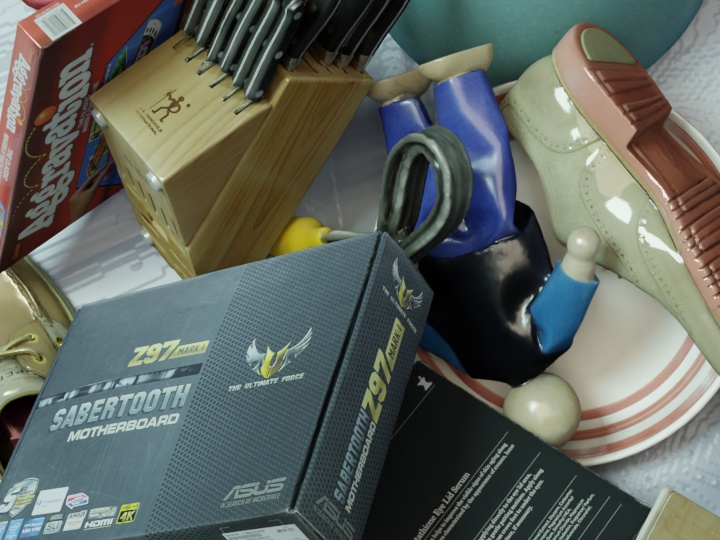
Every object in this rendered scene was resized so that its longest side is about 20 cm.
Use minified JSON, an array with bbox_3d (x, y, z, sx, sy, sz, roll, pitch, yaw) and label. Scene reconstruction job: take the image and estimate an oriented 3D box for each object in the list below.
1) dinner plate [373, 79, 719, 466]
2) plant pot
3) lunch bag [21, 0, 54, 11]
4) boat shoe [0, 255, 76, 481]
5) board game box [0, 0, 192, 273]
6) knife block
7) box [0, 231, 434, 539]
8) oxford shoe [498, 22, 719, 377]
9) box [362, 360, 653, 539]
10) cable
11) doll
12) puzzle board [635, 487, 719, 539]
[{"bbox_3d":[0.104,0.001,0.944,0.198,0.024,0.202,0,92,12],"label":"dinner plate"},{"bbox_3d":[0.089,-0.196,0.926,0.198,0.135,0.202,-1,83,5],"label":"plant pot"},{"bbox_3d":[-0.105,-0.228,0.957,0.199,0.082,0.177,-31,57,12],"label":"lunch bag"},{"bbox_3d":[-0.172,0.065,0.953,0.074,0.066,0.201,-31,81,1],"label":"boat shoe"},{"bbox_3d":[-0.134,-0.078,0.888,0.103,0.200,0.019,-37,77,-31],"label":"board game box"},{"bbox_3d":[-0.038,-0.088,0.895,0.175,0.200,0.064,-36,64,-13],"label":"knife block"},{"bbox_3d":[-0.074,0.072,0.849,0.199,0.051,0.158,-12,42,34],"label":"box"},{"bbox_3d":[0.140,-0.021,0.897,0.074,0.071,0.201,-37,77,34],"label":"oxford shoe"},{"bbox_3d":[0.026,0.165,0.870,0.141,0.079,0.200,33,64,17],"label":"box"},{"bbox_3d":[0.000,0.000,0.895,0.050,0.200,0.098,-13,80,-24],"label":"cable"},{"bbox_3d":[0.065,-0.006,0.901,0.136,0.048,0.202,-13,96,43],"label":"doll"},{"bbox_3d":[0.184,0.214,0.881,0.199,0.017,0.152,31,86,-21],"label":"puzzle board"}]
